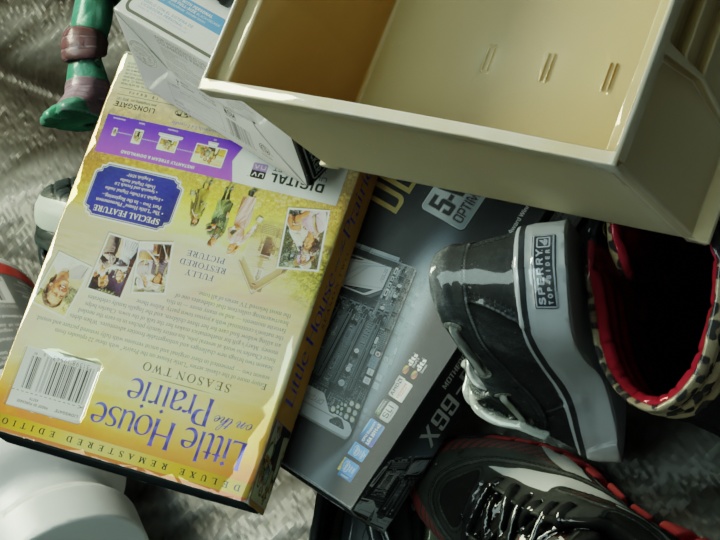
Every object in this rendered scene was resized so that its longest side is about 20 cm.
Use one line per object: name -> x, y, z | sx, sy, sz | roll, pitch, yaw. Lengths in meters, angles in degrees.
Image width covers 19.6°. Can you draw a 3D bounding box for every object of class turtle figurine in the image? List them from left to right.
turtle figurine -> -0.153, -0.189, 1.197 | 0.149, 0.100, 0.202 | -27, 71, 45

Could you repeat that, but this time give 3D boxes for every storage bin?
storage bin -> 0.069, -0.130, 0.841 | 0.199, 0.094, 0.200 | 13, 76, 37

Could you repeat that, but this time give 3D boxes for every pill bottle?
pill bottle -> -0.196, 0.095, 1.137 | 0.116, 0.116, 0.200 | -48, 50, 17

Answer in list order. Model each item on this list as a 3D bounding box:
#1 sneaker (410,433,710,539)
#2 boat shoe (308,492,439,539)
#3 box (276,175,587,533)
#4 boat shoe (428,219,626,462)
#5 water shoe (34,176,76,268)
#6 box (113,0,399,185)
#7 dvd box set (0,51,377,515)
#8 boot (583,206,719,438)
sneaker -> 0.088, 0.124, 0.938 | 0.200, 0.098, 0.071 | 28, 97, 39
boat shoe -> -0.007, 0.189, 1.011 | 0.074, 0.066, 0.201 | 9, 84, 38
box -> 0.000, 0.000, 1.011 | 0.157, 0.050, 0.201 | 31, 84, 29
boat shoe -> 0.074, 0.037, 0.903 | 0.067, 0.199, 0.074 | -5, 72, 15
water shoe -> -0.099, 0.009, 1.140 | 0.199, 0.071, 0.080 | 24, 120, 37
box -> -0.006, -0.148, 0.994 | 0.116, 0.060, 0.200 | 32, 67, 30
dvd box set -> -0.080, 0.002, 0.992 | 0.145, 0.029, 0.201 | 12, 74, 22
boot -> 0.158, -0.016, 0.887 | 0.073, 0.150, 0.202 | -3, 76, 36
